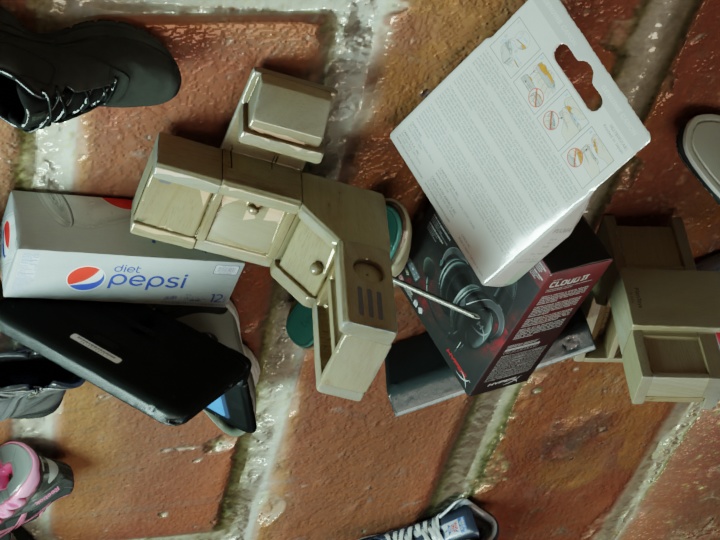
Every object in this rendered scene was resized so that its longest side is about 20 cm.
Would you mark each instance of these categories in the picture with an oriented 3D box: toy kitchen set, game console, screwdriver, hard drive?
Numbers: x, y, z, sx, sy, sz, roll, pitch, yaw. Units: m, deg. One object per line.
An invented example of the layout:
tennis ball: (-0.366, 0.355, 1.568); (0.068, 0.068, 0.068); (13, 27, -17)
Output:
toy kitchen set: (0.310, 0.078, 1.576); (0.163, 0.200, 0.181); (2, 137, -7)
toy kitchen set: (-0.066, -0.036, 1.307); (0.199, 0.181, 0.163); (14, 128, -16)
game console: (-0.202, 0.090, 1.426); (0.176, 0.200, 0.117); (-37, 149, -55)
screwdriver: (0.015, 0.005, 1.451); (0.200, 0.028, 0.029); (28, 128, 14)
hard drive: (0.121, 0.075, 1.599); (0.199, 0.140, 0.033); (-19, 105, 5)

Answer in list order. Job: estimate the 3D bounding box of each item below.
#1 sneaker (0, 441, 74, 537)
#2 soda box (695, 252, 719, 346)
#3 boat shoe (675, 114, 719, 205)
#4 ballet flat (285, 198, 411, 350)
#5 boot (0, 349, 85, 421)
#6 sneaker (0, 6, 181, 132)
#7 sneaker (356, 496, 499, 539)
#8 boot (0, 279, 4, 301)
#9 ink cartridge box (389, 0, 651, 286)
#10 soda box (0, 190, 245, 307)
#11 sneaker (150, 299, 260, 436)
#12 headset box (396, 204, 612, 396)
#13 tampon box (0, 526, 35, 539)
sneaker: (-0.373, 0.250, 1.706); (0.200, 0.079, 0.095); (-36, 150, 27)
soda box: (0.397, 0.059, 1.718); (0.063, 0.070, 0.200); (-21, 143, 9)
boat shoe: (0.352, -0.080, 1.524); (0.200, 0.076, 0.060); (34, 162, -29)
ballet flat: (0.000, 0.000, 1.518); (0.069, 0.070, 0.200); (13, 137, -33)
boot: (-0.354, 0.105, 1.484); (0.199, 0.070, 0.132); (-13, 170, -21)
sneaker: (-0.228, -0.139, 1.224); (0.199, 0.091, 0.076); (3, 138, -25)
sneaker: (0.071, 0.323, 1.947); (0.199, 0.070, 0.109); (-2, 147, -28)
boot: (-0.402, 0.001, 1.362); (0.154, 0.072, 0.200); (-25, 137, 12)
ink cartridge box: (0.134, -0.107, 1.332); (0.200, 0.161, 0.050); (-42, 159, 32)
soda box: (-0.205, -0.017, 1.408); (0.199, 0.068, 0.064); (4, 139, -23)
sneaker: (-0.139, 0.086, 1.560); (0.074, 0.080, 0.200); (-18, 142, 7)
headset box: (0.125, -0.010, 1.457); (0.077, 0.149, 0.200); (-13, 149, -33)
tampon box: (-0.409, 0.379, 1.806); (0.149, 0.127, 0.200); (-19, 143, 4)
